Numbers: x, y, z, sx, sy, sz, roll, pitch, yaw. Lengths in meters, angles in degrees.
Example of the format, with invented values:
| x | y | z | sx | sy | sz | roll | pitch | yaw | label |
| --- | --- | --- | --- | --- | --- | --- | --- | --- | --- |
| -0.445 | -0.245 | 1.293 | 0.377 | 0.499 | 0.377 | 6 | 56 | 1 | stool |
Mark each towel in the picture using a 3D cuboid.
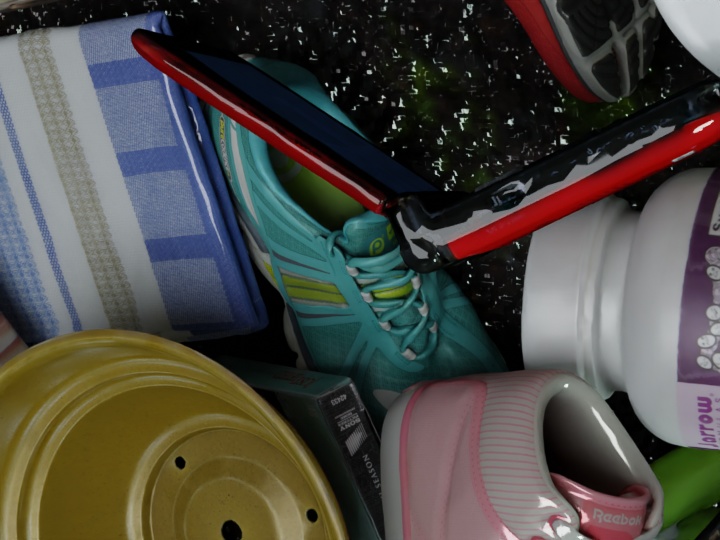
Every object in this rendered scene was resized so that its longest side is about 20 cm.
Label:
| x | y | z | sx | sy | sz | roll | pitch | yaw | label |
| --- | --- | --- | --- | --- | --- | --- | --- | --- | --- |
| -0.135 | -0.031 | 1.263 | 0.200 | 0.024 | 0.147 | -6 | 109 | 38 | towel |

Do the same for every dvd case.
| x | y | z | sx | sy | sz | roll | pitch | yaw | label |
| --- | --- | --- | --- | --- | --- | --- | --- | --- | --- |
| 0.000 | 0.132 | 1.259 | 0.022 | 0.146 | 0.200 | -29 | 104 | -20 | dvd case |

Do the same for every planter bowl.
| x | y | z | sx | sy | sz | roll | pitch | yaw | label |
| --- | --- | --- | --- | --- | --- | --- | --- | --- | --- |
| -0.070 | 0.114 | 1.201 | 0.200 | 0.083 | 0.201 | 6 | 103 | 28 | planter bowl |

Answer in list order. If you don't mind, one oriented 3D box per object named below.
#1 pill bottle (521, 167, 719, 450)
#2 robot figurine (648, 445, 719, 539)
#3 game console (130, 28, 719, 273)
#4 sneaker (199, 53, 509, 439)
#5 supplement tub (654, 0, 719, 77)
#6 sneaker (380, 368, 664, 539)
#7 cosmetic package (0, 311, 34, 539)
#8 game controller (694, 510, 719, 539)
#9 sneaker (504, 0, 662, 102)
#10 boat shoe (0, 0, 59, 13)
| x | y | z | sx | sy | sz | roll | pitch | yaw | label |
| --- | --- | --- | --- | --- | --- | --- | --- | --- | --- |
| 0.168 | 0.018 | 1.160 | 0.200 | 0.112 | 0.113 | 5 | 111 | 17 | pill bottle |
| 0.139 | 0.155 | 1.219 | 0.200 | 0.116 | 0.176 | 4 | 123 | 17 | robot figurine |
| 0.034 | -0.066 | 1.062 | 0.172 | 0.200 | 0.119 | -26 | 89 | 8 | game console |
| 0.000 | 0.000 | 1.213 | 0.077 | 0.080 | 0.200 | -38 | 98 | -17 | sneaker |
| 0.177 | -0.143 | 1.046 | 0.145 | 0.200 | 0.145 | 6 | 112 | 16 | supplement tub |
| 0.066 | 0.132 | 1.135 | 0.105 | 0.075 | 0.201 | -18 | 73 | 46 | sneaker |
| -0.164 | 0.105 | 1.290 | 0.103 | 0.087 | 0.200 | -14 | 116 | 52 | cosmetic package |
| 0.177 | 0.110 | 1.099 | 0.104 | 0.042 | 0.200 | 33 | 113 | -13 | game controller |
| 0.047 | -0.152 | 1.171 | 0.085 | 0.077 | 0.200 | -24 | 101 | 45 | sneaker |
| -0.101 | -0.158 | 1.214 | 0.200 | 0.074 | 0.073 | -19 | 92 | 16 | boat shoe |
